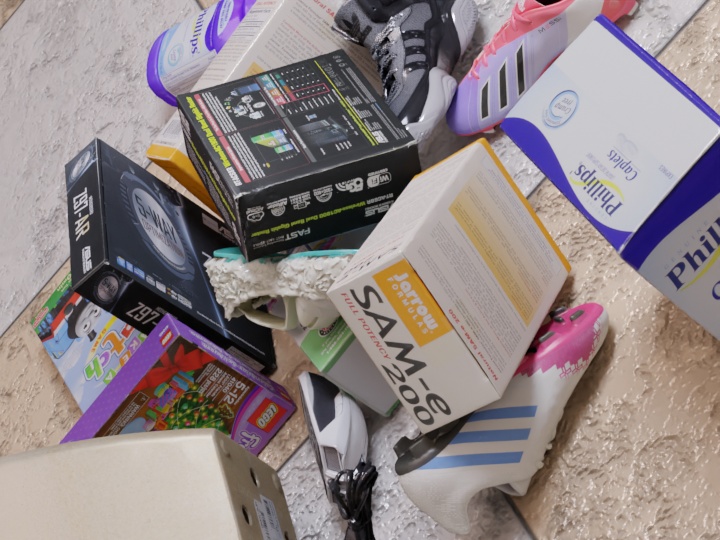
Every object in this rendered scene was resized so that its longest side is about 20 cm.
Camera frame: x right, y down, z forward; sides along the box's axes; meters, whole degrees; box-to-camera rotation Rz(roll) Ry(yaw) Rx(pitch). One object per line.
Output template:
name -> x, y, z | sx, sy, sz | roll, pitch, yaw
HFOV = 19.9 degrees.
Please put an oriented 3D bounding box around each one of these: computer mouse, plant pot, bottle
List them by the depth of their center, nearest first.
plant pot -> -0.146, 0.225, 1.543 | 0.176, 0.200, 0.201 | -24, 63, 12
computer mouse -> -0.011, 0.142, 1.573 | 0.044, 0.110, 0.200 | -13, 34, -5
bottle -> -0.125, -0.228, 2.011 | 0.199, 0.065, 0.084 | -21, 46, 39

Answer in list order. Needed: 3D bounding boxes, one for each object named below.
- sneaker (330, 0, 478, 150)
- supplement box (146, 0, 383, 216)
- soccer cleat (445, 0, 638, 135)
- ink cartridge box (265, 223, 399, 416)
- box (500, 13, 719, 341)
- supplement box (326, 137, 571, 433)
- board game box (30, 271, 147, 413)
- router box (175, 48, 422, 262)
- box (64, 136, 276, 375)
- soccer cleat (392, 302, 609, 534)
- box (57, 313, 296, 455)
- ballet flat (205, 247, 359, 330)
sneaker -> 0.024, -0.177, 1.721 | 0.076, 0.113, 0.201 | -55, 11, 48
supplement box -> -0.076, -0.141, 1.795 | 0.200, 0.126, 0.073 | -54, 22, -9
soccer cleat -> 0.135, -0.189, 1.661 | 0.200, 0.076, 0.067 | -39, 39, 23
ink cartridge box -> 0.000, 0.000, 1.663 | 0.146, 0.087, 0.200 | -51, 33, 7
box -> 0.219, -0.044, 1.337 | 0.105, 0.200, 0.184 | -48, 36, 9
supplement box -> 0.067, 0.007, 1.465 | 0.073, 0.126, 0.200 | -28, 13, 31
board game box -> -0.232, 0.044, 1.947 | 0.152, 0.037, 0.200 | -52, 36, 6
router box -> -0.050, -0.095, 1.626 | 0.149, 0.062, 0.200 | -16, 32, -11
box -> -0.164, -0.003, 1.762 | 0.043, 0.200, 0.161 | -38, 38, 23
soccer cleat -> 0.112, 0.107, 1.470 | 0.200, 0.087, 0.070 | -39, 12, -15
box -> -0.168, 0.149, 1.699 | 0.200, 0.137, 0.039 | -50, 35, 9
ballet flat -> -0.046, 0.014, 1.591 | 0.199, 0.072, 0.072 | 0, 63, 52
